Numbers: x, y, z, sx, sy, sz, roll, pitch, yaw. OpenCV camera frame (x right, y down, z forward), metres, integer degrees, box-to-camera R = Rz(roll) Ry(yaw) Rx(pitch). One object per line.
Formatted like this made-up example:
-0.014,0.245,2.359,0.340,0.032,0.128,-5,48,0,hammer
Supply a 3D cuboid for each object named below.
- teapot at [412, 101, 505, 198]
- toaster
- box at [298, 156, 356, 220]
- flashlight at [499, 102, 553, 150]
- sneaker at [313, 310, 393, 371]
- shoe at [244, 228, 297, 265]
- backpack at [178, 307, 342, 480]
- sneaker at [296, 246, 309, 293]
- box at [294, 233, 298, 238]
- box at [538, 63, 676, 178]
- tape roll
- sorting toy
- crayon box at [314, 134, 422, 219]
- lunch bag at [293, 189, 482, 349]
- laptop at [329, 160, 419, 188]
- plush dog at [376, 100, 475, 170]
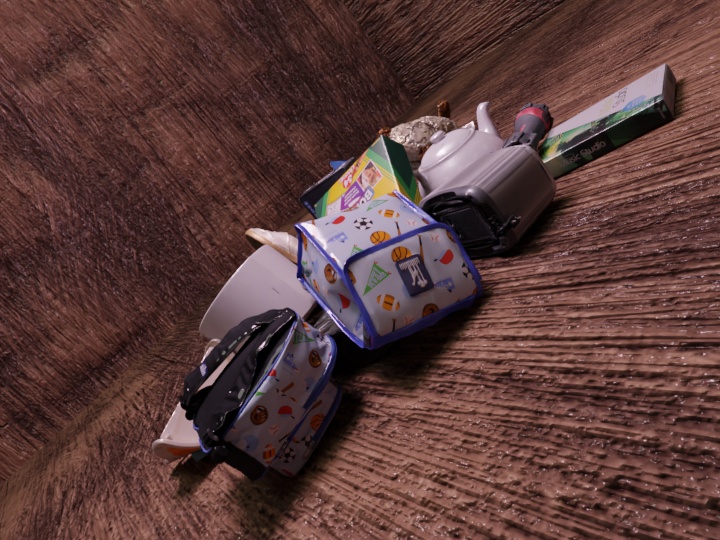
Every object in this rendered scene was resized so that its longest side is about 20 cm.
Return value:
0.172,-0.181,0.998,0.197,0.146,0.200,-33,17,29,teapot
0.180,-0.097,0.789,0.129,0.114,0.200,-43,12,-21,toaster
-0.011,-0.112,1.152,0.160,0.200,0.044,-24,22,46,box
0.275,-0.224,0.942,0.068,0.068,0.200,16,39,21,flashlight
-0.017,0.085,0.810,0.199,0.076,0.114,-33,22,46,sneaker
-0.135,-0.033,1.088,0.053,0.200,0.070,-53,-17,-26,shoe
-0.110,0.145,0.696,0.191,0.154,0.200,-61,26,-10,backpack
-0.063,-0.008,0.870,0.200,0.075,0.087,123,151,-76,sneaker
-0.136,0.019,1.190,0.200,0.106,0.122,-52,11,10,box
0.363,-0.218,0.840,0.200,0.036,0.144,-29,17,42,box
-0.173,0.073,1.019,0.203,0.139,0.203,-53,0,0,tape roll
-0.274,0.251,0.952,0.180,0.107,0.200,-45,18,43,sorting toy
0.010,-0.096,0.949,0.200,0.058,0.173,-41,48,36,crayon box
0.032,-0.002,0.716,0.170,0.124,0.200,-22,46,-22,lunch bag
0.069,-0.209,1.223,0.187,0.116,0.200,-10,1,-35,laptop
0.132,-0.265,1.160,0.200,0.161,0.172,23,29,29,plush dog
